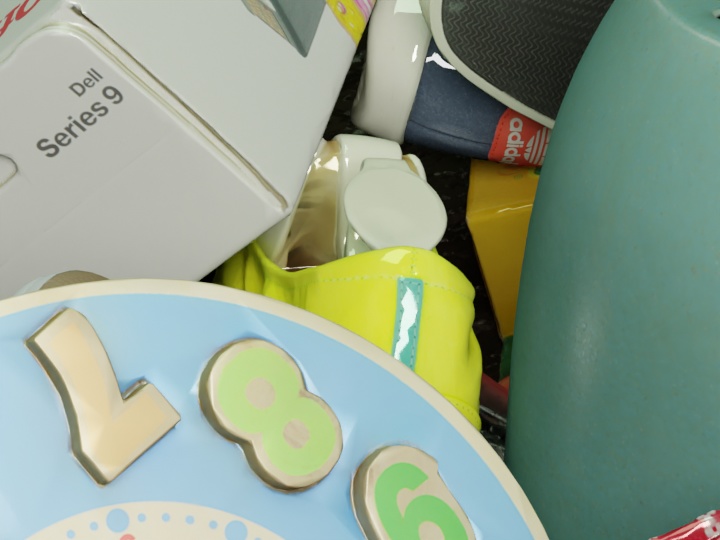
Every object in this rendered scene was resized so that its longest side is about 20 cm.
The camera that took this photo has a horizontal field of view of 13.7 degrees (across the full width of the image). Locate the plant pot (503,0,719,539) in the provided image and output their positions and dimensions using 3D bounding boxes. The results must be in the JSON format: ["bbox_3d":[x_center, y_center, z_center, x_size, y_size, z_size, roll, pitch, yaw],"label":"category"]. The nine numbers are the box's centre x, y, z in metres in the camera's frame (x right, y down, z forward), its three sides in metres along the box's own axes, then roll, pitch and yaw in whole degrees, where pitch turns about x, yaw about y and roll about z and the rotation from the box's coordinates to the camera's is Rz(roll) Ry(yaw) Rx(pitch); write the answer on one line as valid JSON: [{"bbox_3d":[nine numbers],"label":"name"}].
[{"bbox_3d":[0.129,0.003,0.704,0.200,0.161,0.201,-2,28,1],"label":"plant pot"}]

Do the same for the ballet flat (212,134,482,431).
[{"bbox_3d":[0.000,0.000,0.788,0.067,0.067,0.200,4,12,-8],"label":"ballet flat"}]

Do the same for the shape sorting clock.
[{"bbox_3d":[-0.042,0.101,0.616,0.200,0.200,0.039,-32,7,-22],"label":"shape sorting clock"}]

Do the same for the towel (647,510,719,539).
[{"bbox_3d":[0.103,0.104,0.618,0.200,0.145,0.022,-23,21,-8],"label":"towel"}]

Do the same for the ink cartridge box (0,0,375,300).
[{"bbox_3d":[-0.070,-0.068,0.862,0.145,0.087,0.200,-36,21,35],"label":"ink cartridge box"}]

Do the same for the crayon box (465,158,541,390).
[{"bbox_3d":[0.102,-0.045,0.939,0.127,0.051,0.200,-11,33,12],"label":"crayon box"}]

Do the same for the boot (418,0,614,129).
[{"bbox_3d":[0.112,-0.102,0.872,0.200,0.072,0.144,8,44,-9],"label":"boot"}]

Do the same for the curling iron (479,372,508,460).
[{"bbox_3d":[0.011,0.023,0.889,0.026,0.050,0.200,-62,27,8],"label":"curling iron"}]

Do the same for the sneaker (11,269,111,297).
[{"bbox_3d":[-0.087,0.105,0.687,0.112,0.200,0.071,-11,-9,39],"label":"sneaker"}]

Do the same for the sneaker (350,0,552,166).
[{"bbox_3d":[0.064,-0.110,0.926,0.084,0.075,0.200,19,59,4],"label":"sneaker"}]
